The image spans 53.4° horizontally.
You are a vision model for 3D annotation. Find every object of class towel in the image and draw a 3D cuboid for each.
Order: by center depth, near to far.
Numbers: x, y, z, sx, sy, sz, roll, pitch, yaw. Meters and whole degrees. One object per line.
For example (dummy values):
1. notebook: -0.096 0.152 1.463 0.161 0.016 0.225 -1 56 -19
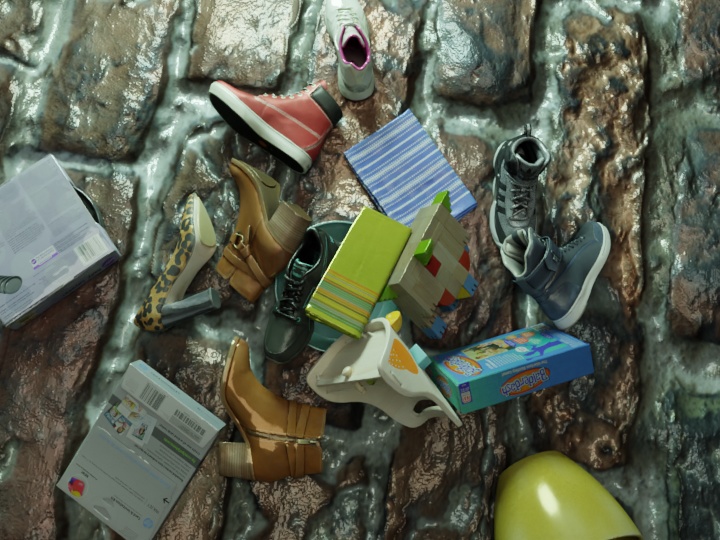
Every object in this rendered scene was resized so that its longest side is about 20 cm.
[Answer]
1. towel: 0.000 0.000 1.020 0.084 0.018 0.203 26 59 4
2. towel: 0.081 -0.145 1.149 0.143 0.024 0.202 -33 81 -12

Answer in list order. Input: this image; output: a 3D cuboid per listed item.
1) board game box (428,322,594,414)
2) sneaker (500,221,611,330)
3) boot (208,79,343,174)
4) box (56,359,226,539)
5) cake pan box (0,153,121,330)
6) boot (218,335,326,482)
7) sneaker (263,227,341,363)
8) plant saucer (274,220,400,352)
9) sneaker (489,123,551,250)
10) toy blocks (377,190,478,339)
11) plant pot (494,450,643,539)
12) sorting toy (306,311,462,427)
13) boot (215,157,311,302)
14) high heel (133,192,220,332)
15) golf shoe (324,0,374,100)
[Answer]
1. board game box: 0.208 0.135 1.025 0.195 0.152 0.046 -15 100 -7
2. sneaker: 0.295 -0.035 1.082 0.145 0.077 0.204 39 55 -9
3. boot: -0.131 -0.268 1.139 0.198 0.072 0.146 34 75 -5
4. box: -0.300 0.253 0.982 0.154 0.041 0.203 33 94 4
5. cake pan box: -0.483 -0.046 1.064 0.198 0.052 0.186 -37 84 -12
6. boot: -0.123 0.197 1.027 0.150 0.074 0.206 1 88 -3
7. sneaker: -0.093 0.031 1.021 0.074 0.079 0.204 16 72 22
8. plant saucer: -0.033 0.027 1.092 0.194 0.036 0.206 1 76 -4
9. sneaker: 0.248 -0.123 1.111 0.073 0.114 0.206 2 76 -4
10. toy blocks: 0.116 0.005 1.072 0.136 0.099 0.203 42 61 -24
11. plant pot: 0.261 0.337 0.980 0.195 0.202 0.144 -14 53 -8
12. sorting toy: 0.052 0.161 0.997 0.180 0.198 0.108 45 60 -17
13. boot: -0.171 -0.064 1.090 0.200 0.076 0.157 43 105 26
14. high heel: -0.287 -0.013 1.074 0.139 0.071 0.205 -19 64 13
15. golf shoe: -0.014 -0.385 1.164 0.073 0.092 0.205 -12 76 -6
